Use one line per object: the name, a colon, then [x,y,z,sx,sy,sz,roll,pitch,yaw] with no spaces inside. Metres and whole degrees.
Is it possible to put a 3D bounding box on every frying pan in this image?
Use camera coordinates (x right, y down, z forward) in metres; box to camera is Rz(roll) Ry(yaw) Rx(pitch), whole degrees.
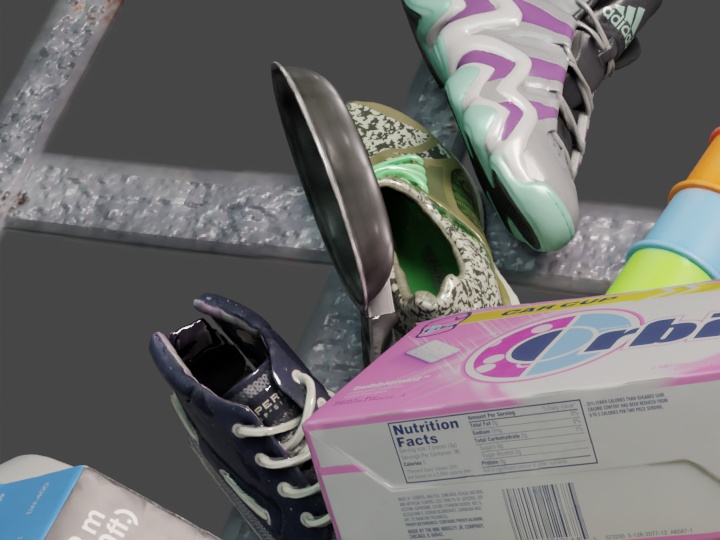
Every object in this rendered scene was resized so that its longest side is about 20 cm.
frying pan: [0.001,-0.003,0.890,0.031,0.115,0.191,-21,87,-6]

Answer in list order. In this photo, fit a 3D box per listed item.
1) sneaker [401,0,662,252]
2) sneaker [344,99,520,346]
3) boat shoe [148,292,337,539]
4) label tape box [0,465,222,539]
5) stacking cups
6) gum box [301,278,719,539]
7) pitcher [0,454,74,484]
sneaker: [0.108,-0.106,1.014,0.139,0.078,0.200,-23,49,3]
sneaker: [0.024,-0.027,0.975,0.077,0.089,0.200,-27,48,-1]
boat shoe: [-0.022,0.089,0.895,0.075,0.093,0.200,-42,50,-15]
label tape box: [-0.112,0.156,0.768,0.199,0.063,0.145,29,59,-3]
stacking cups: [0.150,-0.008,0.939,0.060,0.061,0.200,16,56,30]
gum box: [0.084,0.058,0.810,0.199,0.066,0.113,-9,15,30]
pitcher: [-0.173,0.165,0.840,0.121,0.172,0.200,4,54,43]
